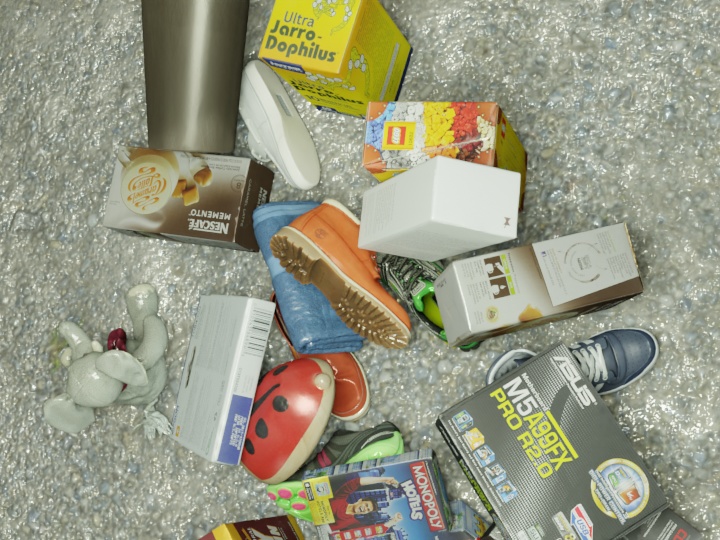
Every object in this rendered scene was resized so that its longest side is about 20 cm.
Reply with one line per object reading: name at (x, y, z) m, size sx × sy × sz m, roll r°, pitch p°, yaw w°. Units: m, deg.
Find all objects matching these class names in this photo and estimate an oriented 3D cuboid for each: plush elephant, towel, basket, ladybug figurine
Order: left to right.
plush elephant at (-0.326, 0.123, 1.326) m, size 0.164 × 0.155 × 0.201 m, roll -35°, pitch 66°, yaw 10°
basket at (-0.213, -0.255, 1.334) m, size 0.180 × 0.135 × 0.202 m, roll 17°, pitch 107°, yaw 61°
ladybug figurine at (-0.097, 0.175, 1.243) m, size 0.200 × 0.072 × 0.136 m, roll -50°, pitch 31°, yaw 38°
towel at (-0.060, 0.004, 1.280) m, size 0.049 × 0.111 × 0.201 m, roll -47°, pitch 55°, yaw 47°

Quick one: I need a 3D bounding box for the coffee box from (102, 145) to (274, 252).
coffee box at (-0.227, -0.094, 1.378) m, size 0.198 × 0.080 × 0.115 m, roll 9°, pitch 83°, yaw 20°

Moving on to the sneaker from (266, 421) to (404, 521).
sneaker at (-0.026, 0.242, 1.261) m, size 0.199 × 0.084 × 0.077 m, roll -26°, pitch 116°, yaw 25°

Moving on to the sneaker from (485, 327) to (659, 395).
sneaker at (0.234, 0.109, 1.168) m, size 0.199 × 0.108 × 0.071 m, roll -18°, pitch 76°, yaw 15°

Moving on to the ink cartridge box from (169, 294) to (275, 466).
ink cartridge box at (-0.175, 0.130, 1.299) m, size 0.043 × 0.200 × 0.198 m, roll 14°, pitch 84°, yaw -23°

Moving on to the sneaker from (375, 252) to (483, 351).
sneaker at (0.074, 0.010, 1.254) m, size 0.078 × 0.085 × 0.200 m, roll -47°, pitch 69°, yaw 5°

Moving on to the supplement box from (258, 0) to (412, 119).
supplement box at (-0.025, -0.266, 1.276) m, size 0.108 × 0.200 × 0.110 m, roll 15°, pitch 85°, yaw 21°

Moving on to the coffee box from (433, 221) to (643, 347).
coffee box at (0.193, 0.017, 1.148) m, size 0.198 × 0.114 × 0.080 m, roll -13°, pitch 81°, yaw -9°

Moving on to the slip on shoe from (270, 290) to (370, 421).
slip on shoe at (-0.055, 0.099, 1.295) m, size 0.074 × 0.061 × 0.201 m, roll -33°, pitch 73°, yaw 9°

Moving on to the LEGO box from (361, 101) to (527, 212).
LEGO box at (0.103, -0.128, 1.207) m, size 0.148 × 0.200 × 0.078 m, roll 4°, pitch 81°, yaw 18°

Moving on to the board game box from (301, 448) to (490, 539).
board game box at (0.055, 0.291, 1.185) m, size 0.198 × 0.062 × 0.201 m, roll -12°, pitch 110°, yaw 8°

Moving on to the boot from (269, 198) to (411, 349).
boot at (0.000, 0.000, 1.229) m, size 0.200 × 0.075 × 0.107 m, roll 44°, pitch 56°, yaw 5°

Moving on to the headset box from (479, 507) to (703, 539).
headset box at (0.252, 0.292, 1.113) m, size 0.200 × 0.075 × 0.149 m, roll 39°, pitch 75°, yaw 10°

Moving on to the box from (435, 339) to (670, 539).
box at (0.195, 0.198, 1.078) m, size 0.159 × 0.044 × 0.201 m, roll -29°, pitch 76°, yaw -9°

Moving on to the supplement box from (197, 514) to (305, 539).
supplement box at (-0.164, 0.392, 1.205) m, size 0.197 × 0.200 × 0.133 m, roll -33°, pitch 72°, yaw 11°

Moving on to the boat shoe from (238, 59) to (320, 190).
boat shoe at (-0.119, -0.181, 1.366) m, size 0.068 × 0.072 × 0.201 m, roll -36°, pitch 73°, yaw 25°

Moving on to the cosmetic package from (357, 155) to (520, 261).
cosmetic package at (0.081, -0.063, 1.139) m, size 0.101 × 0.200 × 0.072 m, roll 10°, pitch 80°, yaw -21°
